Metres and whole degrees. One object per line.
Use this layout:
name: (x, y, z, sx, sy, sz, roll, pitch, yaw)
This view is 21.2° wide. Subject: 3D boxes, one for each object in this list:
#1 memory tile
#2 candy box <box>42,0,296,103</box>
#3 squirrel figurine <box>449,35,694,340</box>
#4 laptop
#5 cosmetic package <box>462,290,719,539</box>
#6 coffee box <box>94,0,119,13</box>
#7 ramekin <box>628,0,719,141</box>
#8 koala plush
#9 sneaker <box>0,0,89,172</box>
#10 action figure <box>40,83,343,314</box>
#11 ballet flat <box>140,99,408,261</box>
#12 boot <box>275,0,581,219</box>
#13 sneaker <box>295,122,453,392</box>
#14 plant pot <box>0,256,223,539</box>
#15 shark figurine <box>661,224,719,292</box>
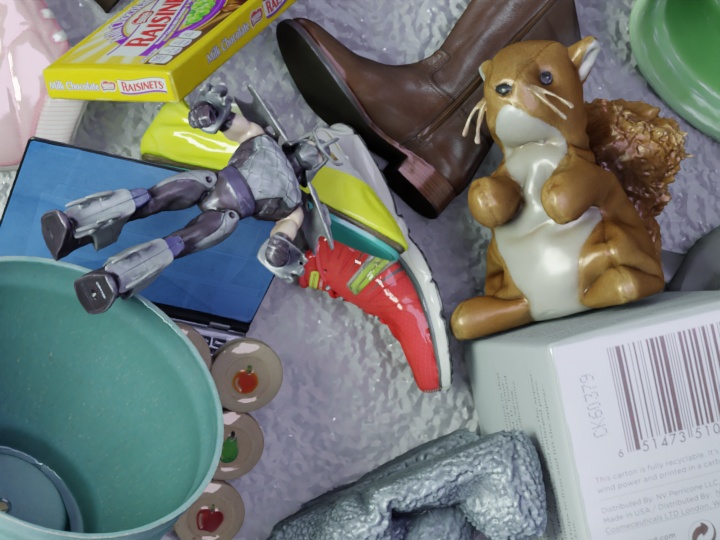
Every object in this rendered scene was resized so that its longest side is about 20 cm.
memory tile: (-0.156, 0.099, 1.236, 0.198, 0.017, 0.155, 12, 106, -18)
candy box: (-0.110, -0.164, 1.248, 0.200, 0.101, 0.027, -49, 131, -47)
squirrel figurine: (0.143, -0.067, 1.338, 0.199, 0.141, 0.189, -13, 89, -54)
laptop: (-0.150, 0.042, 1.231, 0.186, 0.116, 0.202, 12, 78, -18)
cosmetic package: (0.183, 0.109, 1.284, 0.163, 0.200, 0.167, -12, 91, -12)
coffee box: (-0.201, -0.280, 1.263, 0.200, 0.114, 0.080, 45, 69, -10)
ramekin: (0.305, -0.181, 1.401, 0.199, 0.200, 0.098, 38, 63, -11)
koala plush: (0.049, 0.228, 1.259, 0.182, 0.177, 0.202, -23, 91, -11)
sneaker: (-0.224, -0.160, 1.258, 0.104, 0.075, 0.202, 3, 84, -22)
action figure: (-0.090, -0.040, 1.167, 0.199, 0.069, 0.131, -27, 78, -28)
ballet flat: (-0.052, -0.069, 1.275, 0.198, 0.067, 0.068, 19, 78, 15)
boot: (0.057, -0.168, 1.370, 0.200, 0.064, 0.187, -49, 113, -17)
sneaker: (0.000, 0.000, 1.330, 0.084, 0.077, 0.201, -27, 87, -3)
plant pot: (-0.197, 0.110, 1.132, 0.199, 0.135, 0.201, 18, 42, -17)
shark figurine: (0.257, 0.051, 1.403, 0.127, 0.089, 0.217, 10, 76, -18)
